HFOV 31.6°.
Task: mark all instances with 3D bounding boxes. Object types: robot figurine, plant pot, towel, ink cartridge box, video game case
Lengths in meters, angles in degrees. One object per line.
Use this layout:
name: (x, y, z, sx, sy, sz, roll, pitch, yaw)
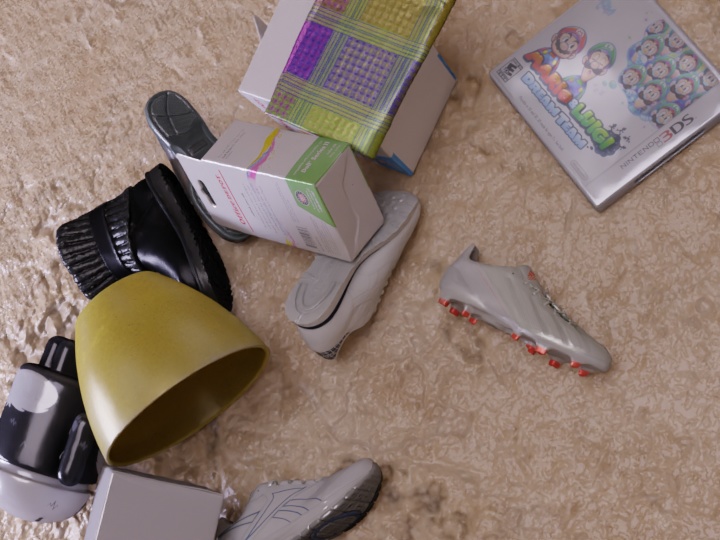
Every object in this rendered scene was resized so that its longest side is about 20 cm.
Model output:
robot figurine: (-0.334, 0.177, 1.402, 0.124, 0.150, 0.201, 17, 83, 9)
plant pot: (-0.215, 0.086, 1.323, 0.200, 0.200, 0.142, -40, 74, 7)
towel: (0.002, -0.224, 1.292, 0.143, 0.023, 0.200, 25, 86, 24)
ink cartridge box: (-0.086, -0.088, 1.333, 0.200, 0.117, 0.067, 16, 56, 36)
ink cartridge box: (-0.023, -0.206, 1.380, 0.200, 0.129, 0.126, 22, 85, 26)
video game case: (0.260, -0.190, 1.320, 0.182, 0.024, 0.200, -38, 65, 8)

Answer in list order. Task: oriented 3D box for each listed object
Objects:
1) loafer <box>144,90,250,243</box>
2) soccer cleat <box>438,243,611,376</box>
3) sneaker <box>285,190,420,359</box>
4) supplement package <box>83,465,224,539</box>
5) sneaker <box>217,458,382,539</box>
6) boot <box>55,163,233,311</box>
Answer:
loafer: (-0.179, -0.115, 1.461, 0.072, 0.063, 0.200, -29, 79, -17)
soccer cleat: (0.168, 0.038, 1.272, 0.200, 0.069, 0.078, 28, 84, 28)
sneaker: (0.000, 0.000, 1.350, 0.076, 0.081, 0.200, 21, 63, 44)
supplement package: (-0.225, 0.310, 1.297, 0.119, 0.121, 0.201, 15, 81, -13)
sneaker: (-0.069, 0.245, 1.299, 0.200, 0.075, 0.087, -34, 61, 9)
boot: (-0.244, -0.002, 1.439, 0.158, 0.079, 0.211, -33, 61, 7)
